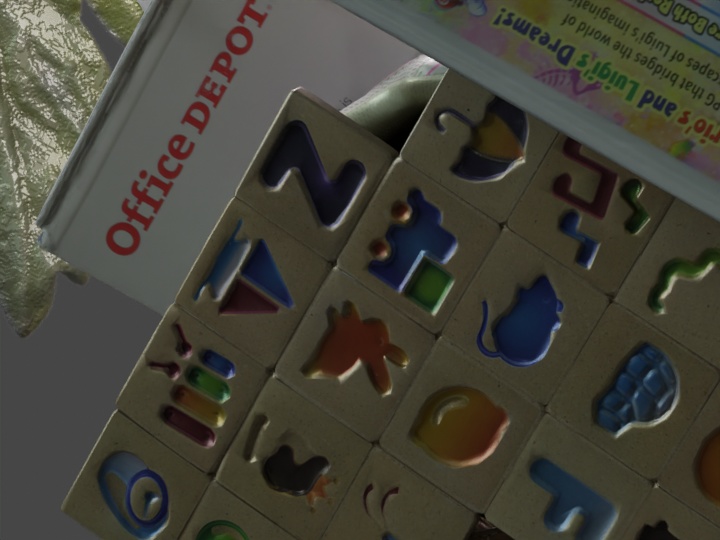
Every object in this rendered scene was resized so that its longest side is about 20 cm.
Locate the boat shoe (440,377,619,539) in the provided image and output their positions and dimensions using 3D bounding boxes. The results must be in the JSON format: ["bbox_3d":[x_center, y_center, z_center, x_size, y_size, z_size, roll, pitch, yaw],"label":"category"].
[{"bbox_3d":[0.050,0.081,0.737,0.201,0.068,0.072,-62,8,6],"label":"boat shoe"}]

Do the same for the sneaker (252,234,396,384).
[{"bbox_3d":[0.002,0.073,0.773,0.075,0.076,0.201,-21,-45,-33],"label":"sneaker"}]

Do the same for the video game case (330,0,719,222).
[{"bbox_3d":[0.093,-0.112,0.649,0.183,0.199,0.024,-61,-12,7],"label":"video game case"}]

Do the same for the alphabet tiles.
[{"bbox_3d":[0.034,0.025,0.694,0.201,0.167,0.008,-60,-14,15],"label":"alphabet tiles"}]

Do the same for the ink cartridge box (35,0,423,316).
[{"bbox_3d":[0.009,-0.031,0.938,0.146,0.199,0.085,-57,7,31],"label":"ink cartridge box"}]

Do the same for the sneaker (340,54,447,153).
[{"bbox_3d":[0.000,0.000,0.842,0.088,0.081,0.200,3,-52,-52],"label":"sneaker"}]

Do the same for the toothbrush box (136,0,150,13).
[{"bbox_3d":[0.010,-0.070,1.066,0.085,0.200,0.147,-19,27,22],"label":"toothbrush box"}]
